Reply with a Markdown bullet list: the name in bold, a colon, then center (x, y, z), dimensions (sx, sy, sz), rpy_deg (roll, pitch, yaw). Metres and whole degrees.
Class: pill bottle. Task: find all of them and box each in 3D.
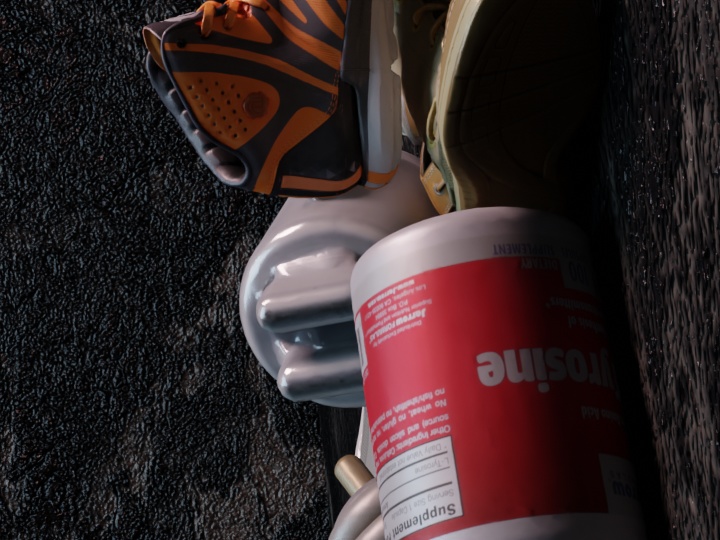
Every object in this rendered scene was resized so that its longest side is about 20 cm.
- **pill bottle**: center (0.062, 0.084, 0.845), dimensions (0.112, 0.111, 0.202), rpy_deg (97, 166, -68)

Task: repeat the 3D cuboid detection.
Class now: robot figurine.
- **robot figurine**: center (0.000, 0.000, 1.093), dimensions (0.200, 0.112, 0.171), rpy_deg (-61, -38, -64)

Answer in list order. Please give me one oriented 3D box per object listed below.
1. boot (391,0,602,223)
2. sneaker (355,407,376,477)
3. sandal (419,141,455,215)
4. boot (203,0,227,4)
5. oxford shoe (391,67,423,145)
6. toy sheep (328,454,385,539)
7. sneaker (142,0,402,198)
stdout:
- **boot**: center (0.050, -0.111, 0.886), dimensions (0.201, 0.072, 0.156), rpy_deg (81, 171, -57)
- **sneaker**: center (0.031, 0.083, 1.183), dimensions (0.080, 0.073, 0.202), rpy_deg (102, 161, -58)
- **sandal**: center (0.057, -0.069, 1.035), dimensions (0.080, 0.053, 0.202), rpy_deg (-108, 13, -67)
- **boot**: center (-0.014, -0.181, 1.167), dimensions (0.066, 0.199, 0.165), rpy_deg (-60, -32, -17)
- **oxford shoe**: center (0.038, -0.108, 1.189), dimensions (0.200, 0.057, 0.076), rpy_deg (-121, 23, -82)
- **toy sheep**: center (0.038, 0.175, 1.070), dimensions (0.200, 0.137, 0.139), rpy_deg (47, 154, 33)
- **sneaker**: center (-0.044, -0.133, 0.885), dimensions (0.078, 0.111, 0.202), rpy_deg (169, 97, -79)
